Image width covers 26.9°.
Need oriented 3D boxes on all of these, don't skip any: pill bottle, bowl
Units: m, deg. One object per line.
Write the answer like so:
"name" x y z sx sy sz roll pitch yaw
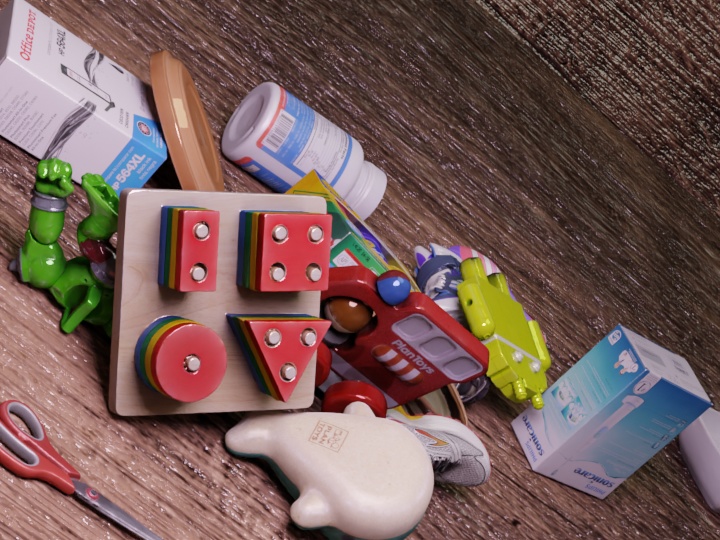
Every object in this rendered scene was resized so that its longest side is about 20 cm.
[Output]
"pill bottle" -0.067 -0.141 1.910 0.200 0.112 0.112 34 24 -27
"bowl" 0.565 0.309 2.272 0.199 0.075 0.200 28 28 -36

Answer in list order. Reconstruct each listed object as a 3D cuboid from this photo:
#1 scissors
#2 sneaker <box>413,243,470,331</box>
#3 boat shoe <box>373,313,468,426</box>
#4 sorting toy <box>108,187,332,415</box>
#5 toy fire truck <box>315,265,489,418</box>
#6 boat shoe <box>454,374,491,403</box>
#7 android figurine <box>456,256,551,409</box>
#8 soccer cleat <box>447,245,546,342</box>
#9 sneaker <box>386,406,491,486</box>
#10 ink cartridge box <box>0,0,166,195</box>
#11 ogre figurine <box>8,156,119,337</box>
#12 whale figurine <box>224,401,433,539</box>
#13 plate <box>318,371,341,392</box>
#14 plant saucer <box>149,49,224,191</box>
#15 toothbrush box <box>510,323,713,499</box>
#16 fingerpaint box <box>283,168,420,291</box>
"scissors" -0.229 0.177 1.206 0.200 0.014 0.073 45 20 -3
"sneaker" 0.095 0.027 1.952 0.147 0.081 0.200 49 24 26
"boat shoe" 0.060 0.104 1.656 0.076 0.074 0.200 -52 123 -39
"sorting toy" -0.114 0.032 1.341 0.199 0.200 0.070 0 7 -32
"toy fire truck" 0.009 0.061 1.485 0.200 0.168 0.112 42 39 -27
"boat shoe" 0.128 0.129 1.834 0.065 0.072 0.200 41 16 4
"android figurine" 0.179 0.081 1.870 0.182 0.041 0.200 33 33 -49
"soccer cleat" 0.178 0.047 2.076 0.200 0.067 0.076 52 27 9
"sneaker" 0.054 0.196 1.595 0.200 0.078 0.082 21 35 -27
"ink cartridge box" -0.308 -0.177 1.588 0.200 0.084 0.146 34 24 -28
"ogre figurine" -0.233 -0.006 1.375 0.200 0.120 0.098 29 22 -37
"whale figurine" -0.032 0.192 1.433 0.199 0.104 0.159 23 45 6
"plate" -0.055 0.052 1.648 0.200 0.032 0.200 44 17 -33
"plant saucer" -0.188 -0.149 1.678 0.200 0.032 0.201 -17 90 -87
"toothbrush box" 0.314 0.181 1.892 0.146 0.200 0.085 25 28 -38
"fingerpaint box" 0.000 0.000 1.742 0.200 0.073 0.167 47 8 -32
